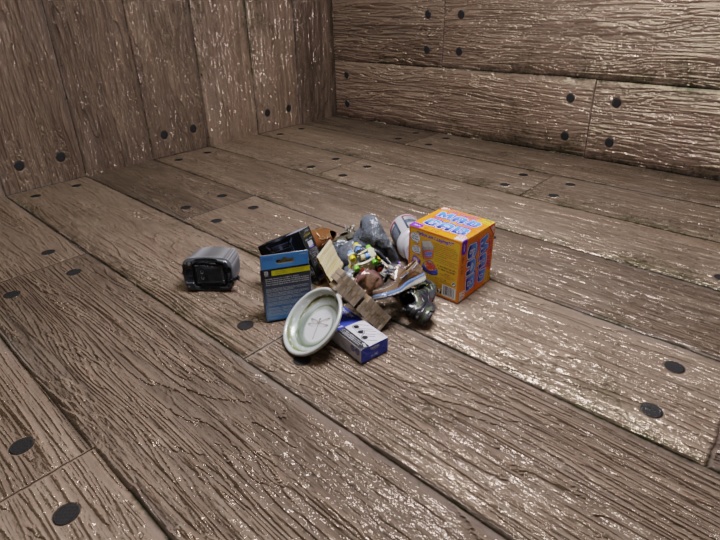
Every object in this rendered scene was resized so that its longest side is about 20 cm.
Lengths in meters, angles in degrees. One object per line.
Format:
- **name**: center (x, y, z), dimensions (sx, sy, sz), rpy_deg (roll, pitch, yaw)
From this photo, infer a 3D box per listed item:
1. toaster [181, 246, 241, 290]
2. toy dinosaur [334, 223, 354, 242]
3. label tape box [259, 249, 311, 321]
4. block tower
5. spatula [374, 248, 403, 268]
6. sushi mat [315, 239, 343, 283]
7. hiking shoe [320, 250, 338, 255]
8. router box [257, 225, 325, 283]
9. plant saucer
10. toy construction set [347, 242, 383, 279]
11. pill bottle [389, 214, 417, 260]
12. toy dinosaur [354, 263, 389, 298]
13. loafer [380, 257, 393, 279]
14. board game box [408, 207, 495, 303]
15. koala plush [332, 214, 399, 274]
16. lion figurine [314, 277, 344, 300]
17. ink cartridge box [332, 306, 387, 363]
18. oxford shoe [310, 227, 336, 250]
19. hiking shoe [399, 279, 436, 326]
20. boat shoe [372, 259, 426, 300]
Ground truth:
- **toaster**: center (-0.472, -0.011, 1.711), dimensions (0.194, 0.117, 0.130), rpy_deg (-1, 25, 4)
- **toy dinosaur**: center (-0.073, -0.100, 1.928), dimensions (0.101, 0.079, 0.198), rpy_deg (9, 32, 45)
- **label tape box**: center (-0.214, 0.033, 1.513), dimensions (0.140, 0.206, 0.063), rpy_deg (-8, 24, -13)
- **block tower**: center (-0.004, 0.080, 1.441), dimensions (0.054, 0.200, 0.058), rpy_deg (-46, 23, -4)
- **spatula**: center (0.099, -0.021, 1.610), dimensions (0.198, 0.021, 0.057), rpy_deg (30, 20, -47)
- **sushi mat**: center (-0.091, -0.027, 1.603), dimensions (0.012, 0.097, 0.200), rpy_deg (-26, 12, 15)
- **hiking shoe**: center (-0.166, -0.021, 1.755), dimensions (0.196, 0.089, 0.074), rpy_deg (-7, -23, 35)
- **router box**: center (-0.208, -0.031, 1.610), dimensions (0.196, 0.161, 0.052), rpy_deg (-14, 13, 39)
- **plant saucer**: center (-0.118, 0.144, 1.403), dimensions (0.196, 0.050, 0.204), rpy_deg (-24, 44, 25)
- **toy construction set**: center (0.000, 0.000, 1.617), dimensions (0.128, 0.201, 0.094), rpy_deg (-8, 61, -22)
- **pill bottle**: center (0.177, -0.108, 1.857), dimensions (0.116, 0.123, 0.201), rpy_deg (-5, 28, -6)
- **toy dinosaur**: center (0.039, 0.033, 1.535), dimensions (0.197, 0.137, 0.086), rpy_deg (19, 20, -43)
- **loafer**: center (0.100, 0.037, 1.654), dimensions (0.069, 0.070, 0.201), rpy_deg (-38, 38, 3)
- **board game box**: center (0.284, -0.056, 1.659), dimensions (0.197, 0.205, 0.198), rpy_deg (22, 35, 37)
- **koala plush**: center (0.000, -0.073, 1.766), dimensions (0.197, 0.185, 0.179), rpy_deg (-31, 53, 1)
- **lion figurine**: center (-0.099, 0.061, 1.572), dimensions (0.120, 0.074, 0.200), rpy_deg (24, 16, 9)
- **ink cartridge box**: center (-0.022, 0.170, 1.416), dimensions (0.092, 0.045, 0.198), rpy_deg (-19, 32, -33)
- **oxford shoe**: center (-0.132, -0.100, 1.691), dimensions (0.069, 0.073, 0.200), rpy_deg (0, 21, 20)
- **hiking shoe**: center (0.164, 0.072, 1.528), dimensions (0.099, 0.077, 0.201), rpy_deg (28, 27, -8)
- **boat shoe**: center (0.102, 0.025, 1.498), dimensions (0.197, 0.074, 0.071), rpy_deg (-23, 3, -40)
